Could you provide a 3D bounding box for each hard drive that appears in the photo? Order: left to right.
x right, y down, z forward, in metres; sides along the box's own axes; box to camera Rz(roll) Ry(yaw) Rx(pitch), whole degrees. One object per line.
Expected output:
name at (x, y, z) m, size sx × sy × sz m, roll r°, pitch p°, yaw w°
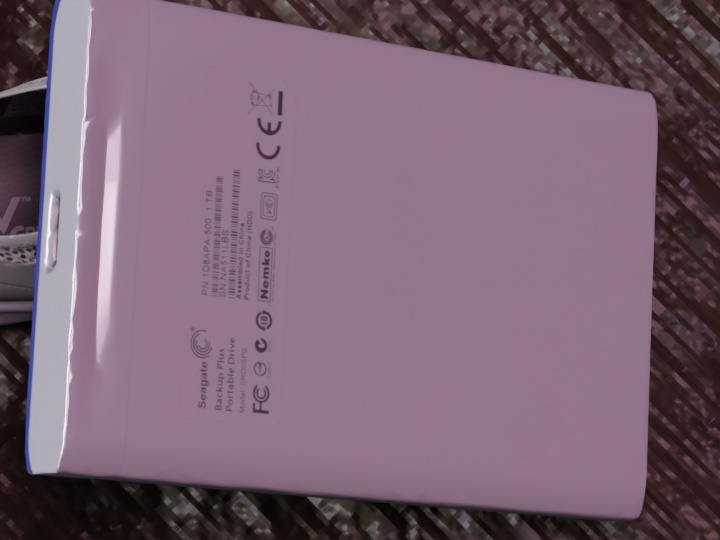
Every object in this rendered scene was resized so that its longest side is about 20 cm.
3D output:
hard drive at (0.000, 0.000, 0.829) m, size 0.199 × 0.025 × 0.133 m, roll 8°, pitch 81°, yaw -33°

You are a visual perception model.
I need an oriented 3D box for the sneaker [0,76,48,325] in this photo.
sneaker at (-0.057, -0.024, 0.845) m, size 0.199 × 0.082 × 0.075 m, roll -12°, pitch 74°, yaw -17°
